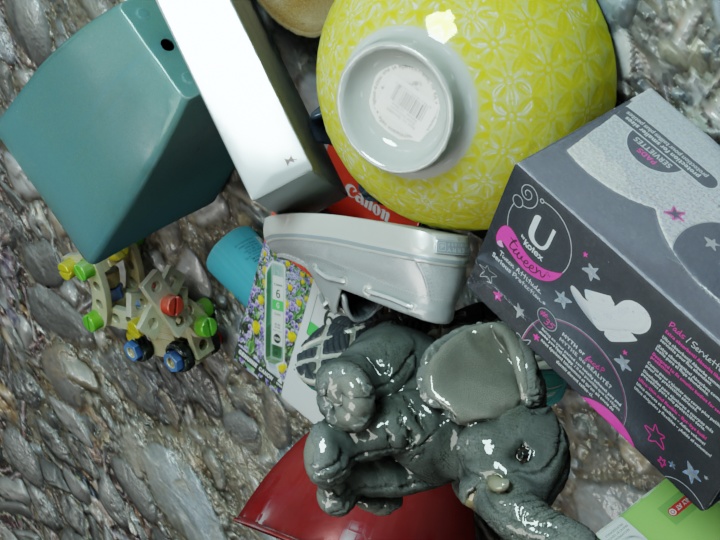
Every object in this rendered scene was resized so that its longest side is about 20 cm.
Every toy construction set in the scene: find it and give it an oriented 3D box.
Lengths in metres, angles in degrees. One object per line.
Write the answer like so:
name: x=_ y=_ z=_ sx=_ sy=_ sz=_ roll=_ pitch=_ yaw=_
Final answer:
toy construction set: x=-0.192 y=0.023 z=1.647 sx=0.200 sy=0.092 sz=0.132 roll=25 pitch=136 yaw=57

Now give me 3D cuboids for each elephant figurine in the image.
elephant figurine: x=0.076 y=0.106 z=1.166 sx=0.199 sy=0.141 sz=0.156 roll=4 pitch=87 yaw=20

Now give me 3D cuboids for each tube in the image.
tube: x=-0.044 y=0.046 z=1.485 sx=0.200 sy=0.077 sz=0.051 roll=46 pitch=114 yaw=23

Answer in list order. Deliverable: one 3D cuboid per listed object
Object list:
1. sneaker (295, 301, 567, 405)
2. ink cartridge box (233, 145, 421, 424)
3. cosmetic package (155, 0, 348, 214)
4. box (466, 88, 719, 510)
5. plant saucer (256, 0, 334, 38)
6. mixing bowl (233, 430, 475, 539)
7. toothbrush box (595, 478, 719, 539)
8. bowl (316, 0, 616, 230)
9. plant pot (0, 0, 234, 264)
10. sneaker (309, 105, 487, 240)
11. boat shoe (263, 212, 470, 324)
sneaker: x=0.050 y=0.073 z=1.301 sx=0.199 sy=0.078 sz=0.080 roll=-1 pitch=134 yaw=17
ink cartridge box: x=-0.024 y=0.006 z=1.376 sx=0.109 sy=0.050 sz=0.201 roll=35 pitch=123 yaw=32
cosmetic package: x=-0.082 y=-0.137 z=1.270 sx=0.201 sy=0.051 sz=0.151 roll=64 pitch=-177 yaw=8
box: x=0.185 y=0.011 z=1.070 sx=0.200 sy=0.132 sz=0.115 roll=45 pitch=142 yaw=21
plant saucer: x=-0.050 y=-0.257 z=1.238 sx=0.200 sy=0.035 sz=0.201 roll=47 pitch=150 yaw=37
mixing bowl: x=0.012 y=0.181 z=1.432 sx=0.199 sy=0.109 sz=0.200 roll=22 pitch=171 yaw=3
toothbrush box: x=0.248 y=0.220 z=1.143 sx=0.200 sy=0.145 sz=0.086 roll=41 pitch=144 yaw=25
bowl: x=0.045 y=-0.109 z=1.122 sx=0.199 sy=0.108 sz=0.202 roll=11 pitch=112 yaw=27
plant pot: x=-0.165 y=-0.133 z=1.435 sx=0.142 sy=0.141 sz=0.200 roll=53 pitch=142 yaw=8
sneaker: x=0.045 y=-0.062 z=1.249 sx=0.200 sy=0.081 sz=0.074 roll=40 pitch=144 yaw=28
boat shoe: x=0.000 y=0.000 z=1.225 sx=0.199 sy=0.072 sz=0.069 roll=9 pitch=92 yaw=47
